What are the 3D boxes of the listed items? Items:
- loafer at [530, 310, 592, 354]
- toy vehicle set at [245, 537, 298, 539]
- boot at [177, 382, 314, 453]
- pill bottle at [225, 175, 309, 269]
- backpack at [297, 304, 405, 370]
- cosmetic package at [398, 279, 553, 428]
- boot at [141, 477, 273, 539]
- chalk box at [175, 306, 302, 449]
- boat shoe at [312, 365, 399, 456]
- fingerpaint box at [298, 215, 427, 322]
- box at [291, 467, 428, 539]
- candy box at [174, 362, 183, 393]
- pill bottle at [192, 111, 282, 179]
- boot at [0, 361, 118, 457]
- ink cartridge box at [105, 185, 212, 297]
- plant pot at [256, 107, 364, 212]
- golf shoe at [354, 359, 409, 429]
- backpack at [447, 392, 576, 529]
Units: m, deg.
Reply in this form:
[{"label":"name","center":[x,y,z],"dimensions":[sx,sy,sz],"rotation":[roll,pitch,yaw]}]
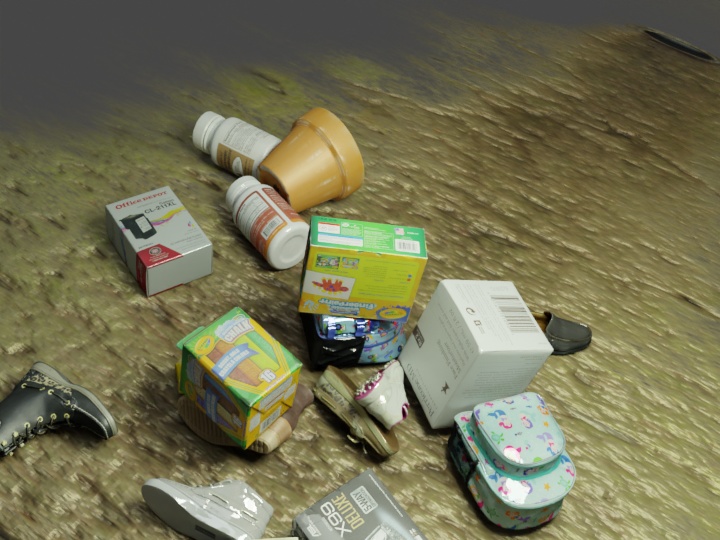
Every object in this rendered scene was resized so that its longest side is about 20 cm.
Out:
[{"label":"loafer","center":[0.369,0.116,1.633],"dimensions":[0.194,0.073,0.074],"rotation":[2,43,-11]},{"label":"toy vehicle set","center":[-0.182,0.449,1.172],"dimensions":[0.194,0.027,0.127],"rotation":[1,69,-11]},{"label":"boot","center":[-0.194,0.230,1.421],"dimensions":[0.196,0.074,0.167],"rotation":[20,30,14]},{"label":"pill bottle","center":[-0.194,-0.104,1.714],"dimensions":[0.111,0.114,0.200],"rotation":[-23,52,-31]},{"label":"backpack","center":[-0.006,0.083,1.547],"dimensions":[0.195,0.136,0.185],"rotation":[-1,45,-17]},{"label":"cosmetic package","center":[0.196,0.146,1.452],"dimensions":[0.161,0.202,0.167],"rotation":[2,42,-30]},{"label":"boot","center":[-0.231,0.356,1.272],"dimensions":[0.197,0.074,0.096],"rotation":[29,39,6]},{"label":"chalk box","center":[-0.209,0.156,1.329],"dimensions":[0.199,0.125,0.124],"rotation":[38,49,19]},{"label":"boat shoe","center":[-0.008,0.252,1.428],"dimensions":[0.200,0.063,0.073],"rotation":[47,9,35]},{"label":"fingerpaint box","center":[0.000,0.000,1.411],"dimensions":[0.194,0.169,0.075],"rotation":[6,46,-8]},{"label":"box","center":[0.012,0.422,1.259],"dimensions":[0.155,0.050,0.200],"rotation":[-23,54,-31]},{"label":"candy box","center":[-0.222,0.177,1.447],"dimensions":[0.195,0.027,0.102],"rotation":[-4,10,-16]},{"label":"pill bottle","center":[-0.277,-0.279,1.875],"dimensions":[0.197,0.116,0.115],"rotation":[27,45,17]},{"label":"boot","center":[-0.502,0.247,1.320],"dimensions":[0.201,0.075,0.154],"rotation":[27,48,22]},{"label":"ink cartridge box","center":[-0.402,-0.062,1.648],"dimensions":[0.144,0.084,0.200],"rotation":[-22,53,-30]},{"label":"plant pot","center":[-0.121,-0.219,1.799],"dimensions":[0.182,0.203,0.199],"rotation":[-36,59,-25]},{"label":"golf shoe","center":[0.048,0.217,1.438],"dimensions":[0.092,0.075,0.200],"rotation":[51,16,3]},{"label":"backpack","center":[0.255,0.311,1.362],"dimensions":[0.173,0.152,0.203],"rotation":[-8,51,-21]}]
